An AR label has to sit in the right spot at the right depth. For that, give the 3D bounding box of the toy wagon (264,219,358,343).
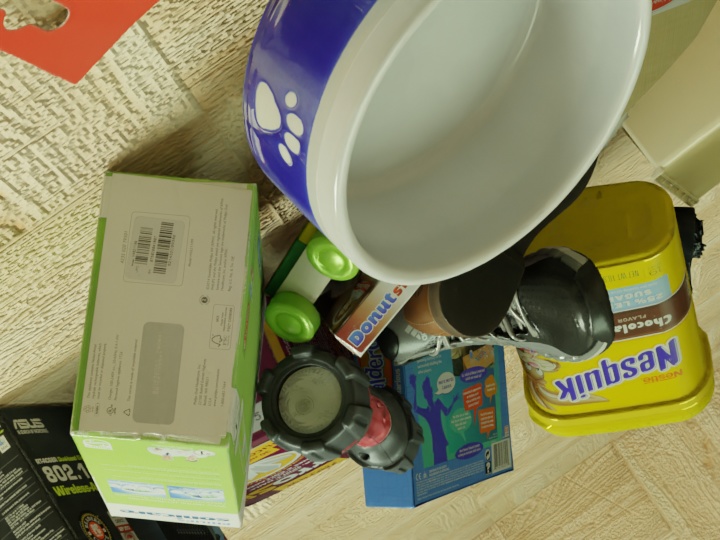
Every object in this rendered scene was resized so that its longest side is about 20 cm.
[{"bbox_3d":[0.006,-0.052,1.041,0.156,0.039,0.200,-61,-177,-41],"label":"toy wagon"}]

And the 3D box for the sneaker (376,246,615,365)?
[{"bbox_3d":[0.072,0.034,1.134,0.115,0.076,0.200,-19,-172,-20],"label":"sneaker"}]

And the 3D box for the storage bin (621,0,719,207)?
[{"bbox_3d":[0.286,-0.151,1.328,0.200,0.094,0.198,-39,164,13],"label":"storage bin"}]

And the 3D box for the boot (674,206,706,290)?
[{"bbox_3d":[0.184,0.003,1.452,0.167,0.077,0.200,8,153,-1],"label":"boot"}]

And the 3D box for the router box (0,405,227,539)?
[{"bbox_3d":[-0.177,0.168,1.209,0.062,0.150,0.200,-41,164,14],"label":"router box"}]

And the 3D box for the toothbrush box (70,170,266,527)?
[{"bbox_3d":[-0.102,0.051,1.001,0.085,0.147,0.200,4,161,1],"label":"toothbrush box"}]

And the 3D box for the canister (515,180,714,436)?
[{"bbox_3d":[0.180,0.031,1.337,0.148,0.087,0.200,-9,140,13],"label":"canister"}]

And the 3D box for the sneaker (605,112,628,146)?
[{"bbox_3d":[0.096,-0.088,1.160,0.200,0.070,0.099,-43,157,13],"label":"sneaker"}]

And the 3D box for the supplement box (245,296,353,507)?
[{"bbox_3d":[-0.081,0.095,1.247,0.130,0.104,0.200,-28,166,13],"label":"supplement box"}]

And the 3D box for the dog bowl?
[{"bbox_3d":[0.043,-0.097,0.861,0.199,0.079,0.201,-30,143,-25],"label":"dog bowl"}]

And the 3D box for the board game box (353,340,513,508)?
[{"bbox_3d":[0.052,0.059,1.291,0.045,0.201,0.152,-3,-178,33],"label":"board game box"}]

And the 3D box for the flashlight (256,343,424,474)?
[{"bbox_3d":[-0.004,0.095,1.120,0.200,0.068,0.068,41,67,-69],"label":"flashlight"}]

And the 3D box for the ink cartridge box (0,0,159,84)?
[{"bbox_3d":[-0.067,-0.141,0.720,0.200,0.047,0.160,-40,164,9],"label":"ink cartridge box"}]

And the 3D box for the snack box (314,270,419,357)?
[{"bbox_3d":[0.000,0.000,1.116,0.072,0.024,0.200,-49,-167,2],"label":"snack box"}]

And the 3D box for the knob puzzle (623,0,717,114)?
[{"bbox_3d":[0.132,-0.164,0.981,0.219,0.030,0.221,-23,135,-25],"label":"knob puzzle"}]

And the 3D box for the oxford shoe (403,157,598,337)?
[{"bbox_3d":[0.083,-0.046,1.098,0.200,0.071,0.071,-56,-158,-22],"label":"oxford shoe"}]
